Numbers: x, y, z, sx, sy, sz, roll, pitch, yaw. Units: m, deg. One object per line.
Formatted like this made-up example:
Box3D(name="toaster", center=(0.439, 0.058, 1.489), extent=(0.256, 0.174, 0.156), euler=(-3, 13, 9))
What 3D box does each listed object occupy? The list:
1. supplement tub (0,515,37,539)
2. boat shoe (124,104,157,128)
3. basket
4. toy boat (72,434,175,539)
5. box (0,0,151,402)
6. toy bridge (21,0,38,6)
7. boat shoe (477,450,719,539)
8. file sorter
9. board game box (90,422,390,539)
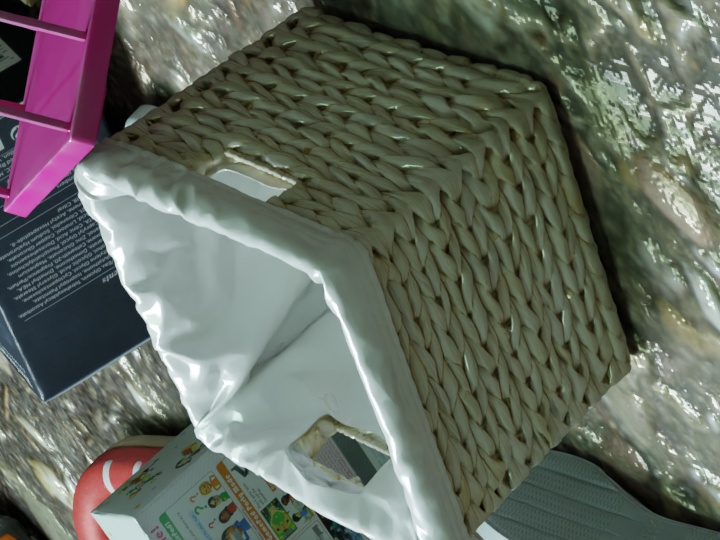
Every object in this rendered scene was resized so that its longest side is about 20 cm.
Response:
Box3D(name="supplement tub", center=(-0.297, 0.296, 2.284), extent=(0.200, 0.122, 0.123), euler=(45, 155, 8))
Box3D(name="boat shoe", center=(-0.097, -0.002, 1.581), extent=(0.073, 0.068, 0.200), euler=(18, 141, 48))
Box3D(name="basket", center=(0.000, 0.000, 1.312), extent=(0.198, 0.161, 0.201), euler=(23, 146, 44))
Box3D(name="toy boat", center=(-0.146, 0.197, 1.876), extent=(0.131, 0.131, 0.200), euler=(56, 155, -14))
Box3D(name="box", center=(-0.210, -0.050, 1.622), extent=(0.148, 0.107, 0.201), euler=(42, 158, 48))
Box3D(name="toy bridge", center=(-0.251, -0.213, 1.584), extent=(0.200, 0.027, 0.067), euler=(39, 156, 20))
Box3D(name="boat shoe", center=(0.135, 0.159, 1.420), extent=(0.199, 0.073, 0.067), euler=(25, 144, 41))
Box3D(name="file sorter", center=(-0.190, -0.152, 1.322), extent=(0.125, 0.201, 0.139), euler=(14, 163, -18))
Box3D(name="board game box", center=(-0.029, 0.128, 1.497), extent=(0.148, 0.200, 0.064), euler=(57, 155, -17))
